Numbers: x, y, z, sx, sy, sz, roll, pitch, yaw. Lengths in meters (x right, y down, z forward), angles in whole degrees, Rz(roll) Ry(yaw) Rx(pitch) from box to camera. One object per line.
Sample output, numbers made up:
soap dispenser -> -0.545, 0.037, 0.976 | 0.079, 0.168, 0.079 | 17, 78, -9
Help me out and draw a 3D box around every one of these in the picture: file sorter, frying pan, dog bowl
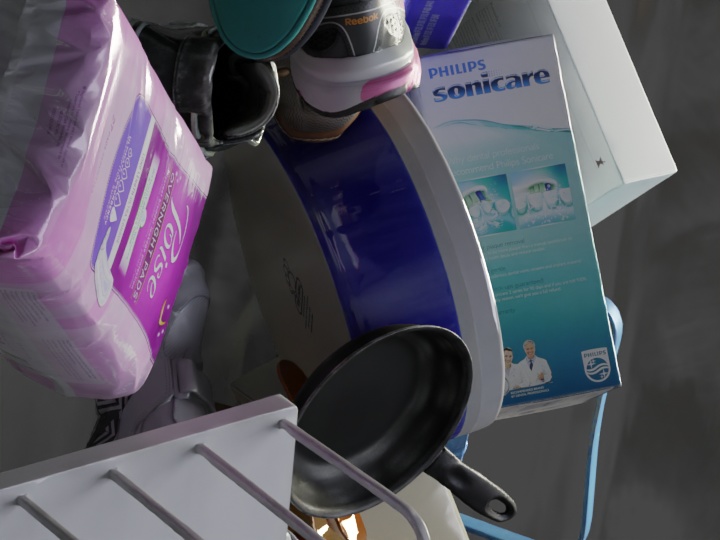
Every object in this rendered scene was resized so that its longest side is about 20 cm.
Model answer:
file sorter -> -0.081, 0.160, 1.172 | 0.200, 0.124, 0.139 | -15, 122, -37
frying pan -> 0.031, 0.073, 1.379 | 0.190, 0.031, 0.115 | 4, 120, -47
dog bowl -> 0.000, 0.000, 1.463 | 0.200, 0.079, 0.201 | 161, -90, -76

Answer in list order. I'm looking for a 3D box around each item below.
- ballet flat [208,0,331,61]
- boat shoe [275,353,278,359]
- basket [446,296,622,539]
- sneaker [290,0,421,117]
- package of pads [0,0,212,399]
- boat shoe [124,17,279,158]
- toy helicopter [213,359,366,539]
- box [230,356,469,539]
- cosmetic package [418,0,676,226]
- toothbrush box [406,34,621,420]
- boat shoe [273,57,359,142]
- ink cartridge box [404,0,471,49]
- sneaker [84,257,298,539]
ballet flat -> -0.029, -0.193, 1.218 | 0.073, 0.073, 0.201 | -54, 150, -62
boat shoe -> -0.031, 0.120, 1.689 | 0.066, 0.072, 0.201 | -123, -139, -74
basket -> 0.058, 0.083, 1.751 | 0.139, 0.199, 0.177 | -45, 144, -68
sneaker -> -0.018, -0.159, 1.330 | 0.200, 0.080, 0.087 | -125, -156, -52
package of pads -> -0.124, -0.032, 1.133 | 0.200, 0.075, 0.121 | 67, 39, -69
boat shoe -> -0.074, -0.081, 1.319 | 0.200, 0.071, 0.072 | -9, 110, -78
toy helicopter -> -0.025, 0.137, 1.426 | 0.132, 0.200, 0.079 | -57, 176, 23
box -> 0.006, 0.142, 1.617 | 0.095, 0.078, 0.200 | 25, -40, 63
cosmetic package -> 0.095, -0.117, 1.689 | 0.151, 0.052, 0.200 | -35, -108, 53
toothbrush box -> 0.079, -0.019, 1.568 | 0.146, 0.085, 0.201 | 117, -39, -82
boat shoe -> -0.021, -0.138, 1.437 | 0.072, 0.076, 0.200 | 102, -8, -49
ink cartridge box -> 0.052, -0.187, 1.524 | 0.198, 0.043, 0.200 | 115, -6, -84
sneaker -> -0.079, 0.091, 1.346 | 0.075, 0.115, 0.200 | 78, 26, -62
